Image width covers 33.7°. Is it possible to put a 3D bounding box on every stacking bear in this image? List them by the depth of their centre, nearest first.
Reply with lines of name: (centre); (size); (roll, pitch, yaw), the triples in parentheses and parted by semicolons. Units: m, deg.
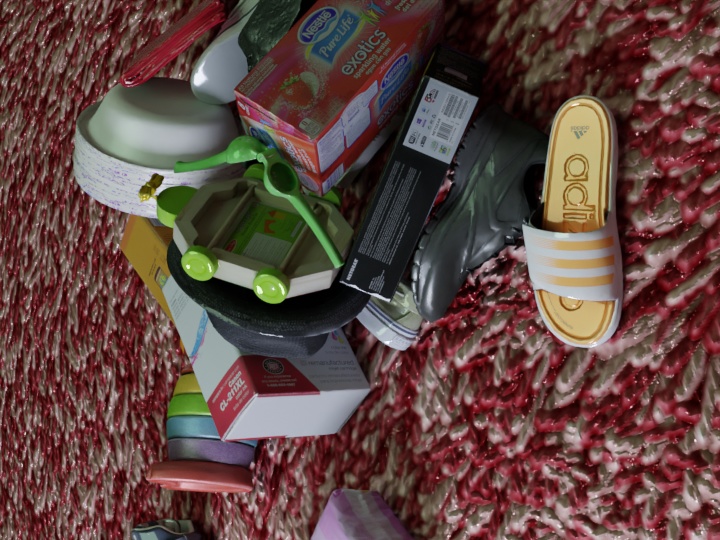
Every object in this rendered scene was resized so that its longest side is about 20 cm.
stacking bear: (-0.167, 0.144, 1.343); (0.121, 0.113, 0.201); (79, -166, -74)

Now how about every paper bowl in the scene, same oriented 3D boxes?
paper bowl: (-0.219, -0.148, 1.342); (0.201, 0.200, 0.105); (42, 131, 43)

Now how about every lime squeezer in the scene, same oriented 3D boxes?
lime squeezer: (-0.089, -0.076, 1.055); (0.200, 0.038, 0.071); (30, 108, 23)

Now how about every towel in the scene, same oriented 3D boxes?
towel: (-0.207, -0.270, 1.364); (0.144, 0.023, 0.200); (-35, 17, 8)

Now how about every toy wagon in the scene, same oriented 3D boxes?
toy wagon: (-0.109, -0.041, 1.100); (0.199, 0.155, 0.040); (17, 130, 10)

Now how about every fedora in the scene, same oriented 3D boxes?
fedora: (-0.088, 0.021, 1.135); (0.201, 0.200, 0.092); (52, 146, 39)

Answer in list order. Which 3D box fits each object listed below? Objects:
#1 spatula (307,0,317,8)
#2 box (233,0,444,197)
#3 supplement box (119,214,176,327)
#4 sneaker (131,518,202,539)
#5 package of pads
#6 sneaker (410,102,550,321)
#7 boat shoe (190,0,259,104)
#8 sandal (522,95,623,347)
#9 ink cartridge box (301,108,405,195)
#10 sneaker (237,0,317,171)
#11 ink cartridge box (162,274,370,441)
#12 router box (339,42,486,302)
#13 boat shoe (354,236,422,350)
spatula: (0.024, -0.305, 1.165); (0.200, 0.021, 0.057); (-31, 62, 27)
box: (-0.015, -0.181, 1.089); (0.095, 0.200, 0.100); (33, 159, 18)
supplement box: (-0.222, -0.002, 1.451); (0.200, 0.069, 0.067); (49, 124, 42)
sneaker: (-0.247, 0.383, 1.431); (0.202, 0.077, 0.146); (-37, 71, 32)
package of pads: (-0.013, 0.325, 1.165); (0.121, 0.075, 0.200); (49, 123, 44)
sneaker: (0.107, -0.040, 1.036); (0.091, 0.076, 0.200); (25, 107, 10)
boat shoe: (-0.115, -0.270, 1.310); (0.200, 0.072, 0.066); (-49, 34, 12)
sandal: (0.167, -0.041, 0.969); (0.079, 0.059, 0.207); (0, 90, 34)
ink cartridge box: (-0.028, -0.167, 1.225); (0.116, 0.068, 0.200); (-48, 52, 36)
sneaker: (-0.087, -0.206, 1.195); (0.104, 0.060, 0.200); (44, 114, 33)
ink cartridge box: (-0.101, 0.069, 1.233); (0.083, 0.145, 0.200); (-54, 50, 36)
router box: (0.049, -0.092, 1.069); (0.157, 0.052, 0.200); (-69, 2, -69)
boat shoe: (0.000, 0.000, 1.192); (0.200, 0.072, 0.062); (44, 103, 34)
